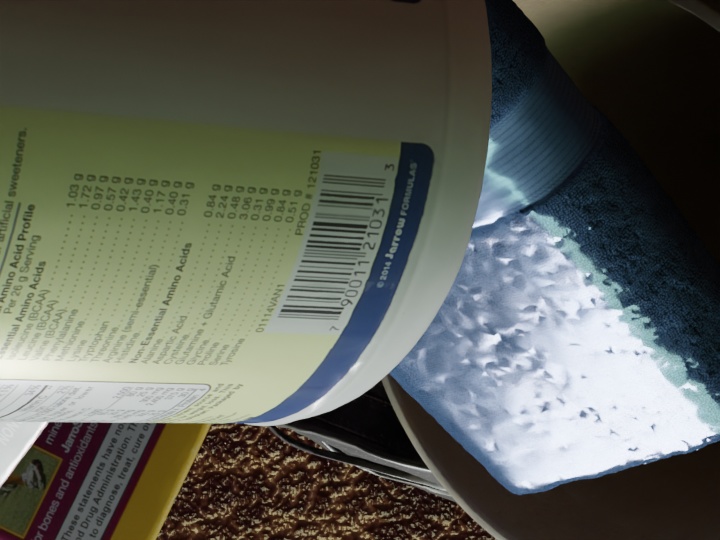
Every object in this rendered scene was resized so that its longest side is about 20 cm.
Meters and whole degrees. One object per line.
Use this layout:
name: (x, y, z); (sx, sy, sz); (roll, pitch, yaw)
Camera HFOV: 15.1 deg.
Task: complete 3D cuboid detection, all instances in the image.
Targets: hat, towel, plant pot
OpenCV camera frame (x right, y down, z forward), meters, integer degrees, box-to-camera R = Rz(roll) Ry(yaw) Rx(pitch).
hat: (0.019, 0.036, 0.966); (0.200, 0.081, 0.201); (15, 175, 1)
towel: (0.023, -0.025, 0.735); (0.111, 0.049, 0.200); (-16, 125, 43)
plant pot: (0.132, -0.013, 0.875); (0.187, 0.188, 0.200); (-5, -173, 41)

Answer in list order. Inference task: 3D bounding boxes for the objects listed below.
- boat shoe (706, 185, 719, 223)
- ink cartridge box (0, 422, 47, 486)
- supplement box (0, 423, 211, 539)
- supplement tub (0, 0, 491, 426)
boat shoe: (0.113, -0.047, 1.001); (0.199, 0.071, 0.070); (-4, 177, -16)
ink cartridge box: (-0.197, 0.023, 0.931); (0.176, 0.045, 0.200); (30, 134, -11)
supplement box: (-0.157, 0.031, 1.068); (0.200, 0.131, 0.103); (28, 171, -8)
supplement tub: (-0.089, -0.040, 0.574); (0.199, 0.146, 0.145); (3, 174, -33)
